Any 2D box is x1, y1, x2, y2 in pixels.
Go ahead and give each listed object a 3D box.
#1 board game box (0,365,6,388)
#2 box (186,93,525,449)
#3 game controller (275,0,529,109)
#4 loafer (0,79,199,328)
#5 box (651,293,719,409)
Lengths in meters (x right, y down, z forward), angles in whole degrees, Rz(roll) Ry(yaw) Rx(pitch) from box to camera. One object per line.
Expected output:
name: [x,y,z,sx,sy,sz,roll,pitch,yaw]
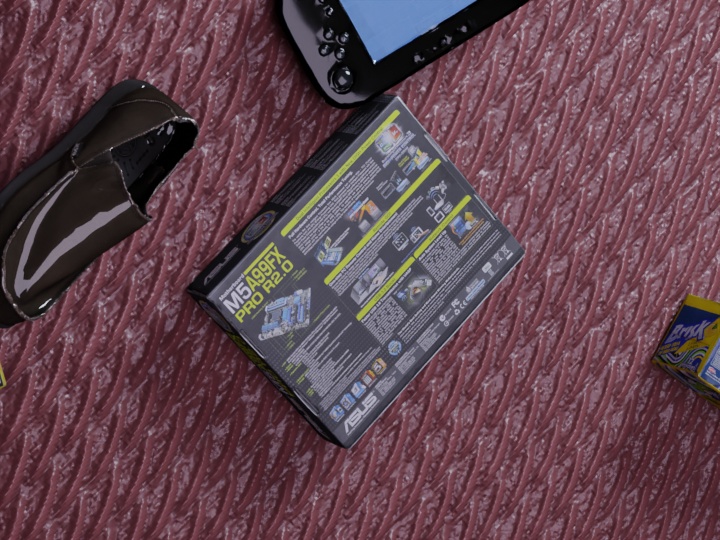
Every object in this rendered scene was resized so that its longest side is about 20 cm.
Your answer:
board game box: [-0.347,0.008,1.270,0.199,0.062,0.201,-19,104,-21]
box: [0.000,0.000,1.440,0.200,0.044,0.160,-48,112,-12]
game controller: [0.035,-0.199,1.431,0.199,0.042,0.105,-33,109,-18]
loafer: [-0.175,-0.046,1.309,0.200,0.071,0.073,-56,136,-23]
box: [0.328,0.098,1.592,0.200,0.070,0.065,34,83,-25]
